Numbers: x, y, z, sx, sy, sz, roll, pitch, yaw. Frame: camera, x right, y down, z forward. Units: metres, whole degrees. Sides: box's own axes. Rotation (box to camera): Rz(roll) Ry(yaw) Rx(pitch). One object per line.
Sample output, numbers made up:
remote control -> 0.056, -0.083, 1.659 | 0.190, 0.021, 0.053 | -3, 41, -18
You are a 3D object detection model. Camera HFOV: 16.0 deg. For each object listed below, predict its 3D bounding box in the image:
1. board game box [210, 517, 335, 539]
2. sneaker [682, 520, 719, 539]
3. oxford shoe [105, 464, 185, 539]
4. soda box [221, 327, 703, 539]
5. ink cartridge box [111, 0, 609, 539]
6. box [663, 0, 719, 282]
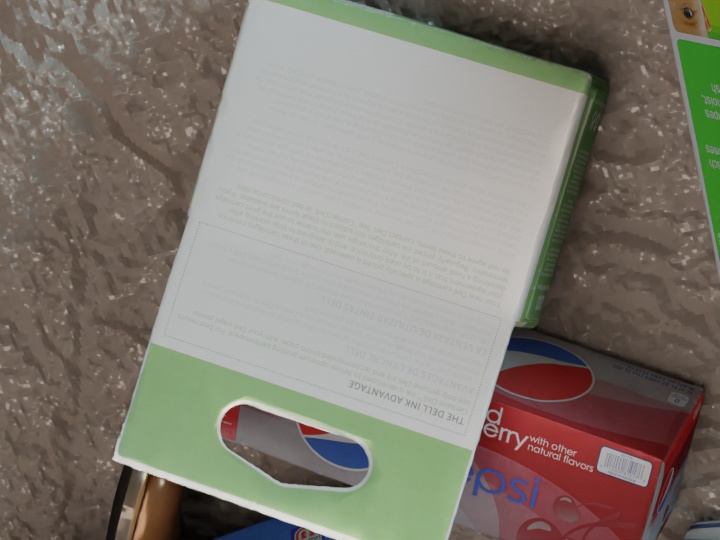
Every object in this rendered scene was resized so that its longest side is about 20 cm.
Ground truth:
board game box -> -0.077, 0.199, 1.122 | 0.199, 0.045, 0.153 | -20, 122, 8
sneaker -> 0.199, 0.176, 1.011 | 0.198, 0.115, 0.081 | 21, 118, 13
oxford shoe -> -0.085, 0.158, 1.163 | 0.071, 0.071, 0.201 | 4, 120, 0
soda box -> 0.034, 0.056, 1.054 | 0.199, 0.070, 0.064 | 19, 119, 14
ink cartridge box -> 0.000, 0.000, 1.011 | 0.145, 0.048, 0.201 | 17, 93, 15
box -> 0.204, -0.039, 0.868 | 0.200, 0.096, 0.178 | 24, 131, 60
